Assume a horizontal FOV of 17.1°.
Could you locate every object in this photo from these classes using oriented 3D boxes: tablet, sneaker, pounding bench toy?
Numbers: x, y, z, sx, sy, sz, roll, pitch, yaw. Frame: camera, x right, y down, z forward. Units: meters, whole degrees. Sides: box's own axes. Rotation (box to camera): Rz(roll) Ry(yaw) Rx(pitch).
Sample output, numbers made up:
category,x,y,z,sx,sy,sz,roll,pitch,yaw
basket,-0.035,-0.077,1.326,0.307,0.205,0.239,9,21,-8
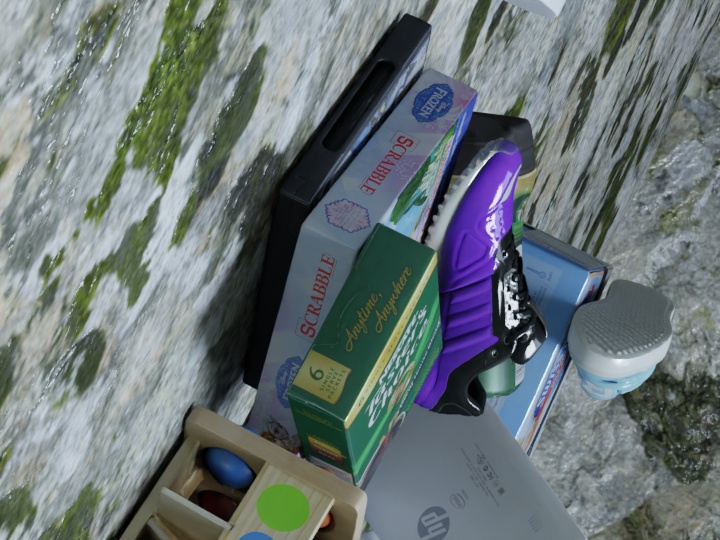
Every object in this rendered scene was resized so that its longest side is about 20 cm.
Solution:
category,x,y,z,sx,sy,sz,roll,pitch,yaw
tablet,0.070,0.172,1.737,0.130,0.200,0.014,-45,142,13
sneaker,0.194,0.068,1.808,0.200,0.073,0.083,-27,136,-68
pounding bench toy,-0.050,0.203,1.492,0.156,0.199,0.125,-57,167,-33
sneaker,0.087,0.011,1.616,0.070,0.099,0.201,-49,161,-66

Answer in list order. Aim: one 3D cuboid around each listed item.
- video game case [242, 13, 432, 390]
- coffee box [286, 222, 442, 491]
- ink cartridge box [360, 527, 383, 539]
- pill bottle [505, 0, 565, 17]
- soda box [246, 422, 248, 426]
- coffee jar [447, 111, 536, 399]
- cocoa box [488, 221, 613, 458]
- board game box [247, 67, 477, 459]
category,x,y,z,sx,sy,sz,roll,pitch,yaw
video game case,-0.015,-0.041,1.567,0.181,0.025,0.201,-56,167,-38
coffee box,0.006,0.061,1.489,0.123,0.044,0.200,-61,168,-16
ink cartridge box,0.012,0.256,1.839,0.199,0.084,0.145,-12,156,-44
pill bottle,0.133,-0.269,1.520,0.201,0.111,0.112,-64,170,-1
soda box,-0.056,0.164,1.753,0.068,0.063,0.200,-61,170,-13
coffee jar,0.070,-0.014,1.712,0.085,0.103,0.202,-30,124,-69
cocoa box,0.091,0.061,1.849,0.201,0.133,0.131,-66,168,8
board game box,0.000,0.000,1.555,0.200,0.041,0.201,-53,164,-47
